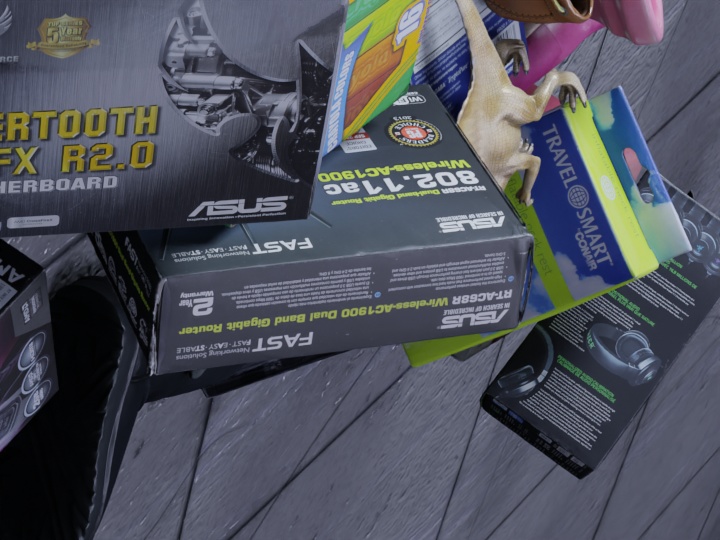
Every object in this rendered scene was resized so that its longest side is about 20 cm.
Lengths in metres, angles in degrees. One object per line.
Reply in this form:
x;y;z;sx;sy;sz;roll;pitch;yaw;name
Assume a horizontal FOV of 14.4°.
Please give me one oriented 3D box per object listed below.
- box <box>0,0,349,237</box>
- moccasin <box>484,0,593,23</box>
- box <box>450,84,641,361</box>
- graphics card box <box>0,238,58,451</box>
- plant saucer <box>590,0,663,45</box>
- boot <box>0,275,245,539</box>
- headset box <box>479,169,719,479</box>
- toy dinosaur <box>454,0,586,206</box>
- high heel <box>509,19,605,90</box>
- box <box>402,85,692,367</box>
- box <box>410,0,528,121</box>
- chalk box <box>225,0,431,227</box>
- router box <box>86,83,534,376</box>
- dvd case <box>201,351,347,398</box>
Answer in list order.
-0.112;-0.084;1.236;0.200;0.048;0.158;-3;141;-14;box
0.100;-0.233;1.604;0.074;0.078;0.201;-31;124;-47;moccasin
0.095;-0.037;1.986;0.200;0.109;0.128;-28;147;-59;box
-0.232;0.084;1.406;0.200;0.051;0.125;-49;161;-27;graphics card box
0.143;-0.233;1.729;0.201;0.051;0.201;-9;90;-79;plant saucer
-0.129;0.077;1.626;0.168;0.076;0.200;-19;132;-58;boot
0.177;0.035;1.941;0.200;0.093;0.174;-54;176;-4;headset box
0.079;-0.097;1.639;0.101;0.058;0.200;-30;125;-46;toy dinosaur
0.123;-0.157;1.923;0.200;0.067;0.096;-14;127;-45;high heel
0.099;-0.027;1.834;0.200;0.122;0.048;-23;180;30;box
0.042;-0.184;1.634;0.121;0.032;0.200;-41;134;-41;box
-0.067;-0.117;1.376;0.200;0.124;0.125;-41;156;-42;chalk box
-0.032;-0.024;1.442;0.200;0.150;0.062;-7;127;-19;router box
0.000;0.000;1.746;0.149;0.016;0.200;-20;-160;37;dvd case
